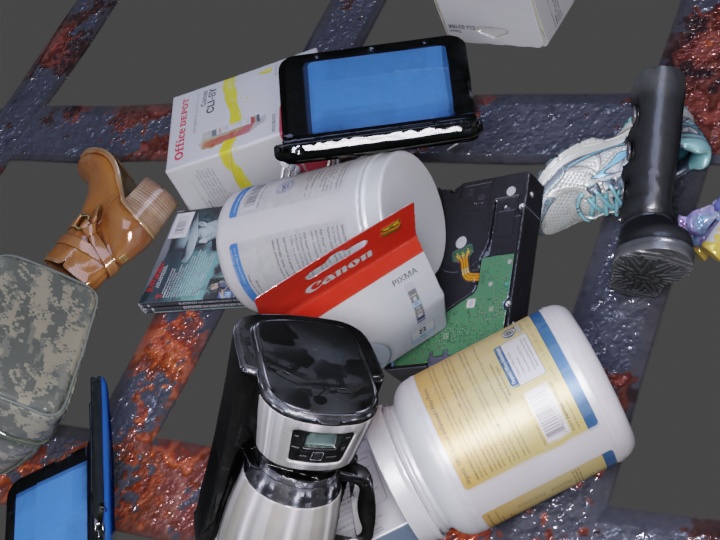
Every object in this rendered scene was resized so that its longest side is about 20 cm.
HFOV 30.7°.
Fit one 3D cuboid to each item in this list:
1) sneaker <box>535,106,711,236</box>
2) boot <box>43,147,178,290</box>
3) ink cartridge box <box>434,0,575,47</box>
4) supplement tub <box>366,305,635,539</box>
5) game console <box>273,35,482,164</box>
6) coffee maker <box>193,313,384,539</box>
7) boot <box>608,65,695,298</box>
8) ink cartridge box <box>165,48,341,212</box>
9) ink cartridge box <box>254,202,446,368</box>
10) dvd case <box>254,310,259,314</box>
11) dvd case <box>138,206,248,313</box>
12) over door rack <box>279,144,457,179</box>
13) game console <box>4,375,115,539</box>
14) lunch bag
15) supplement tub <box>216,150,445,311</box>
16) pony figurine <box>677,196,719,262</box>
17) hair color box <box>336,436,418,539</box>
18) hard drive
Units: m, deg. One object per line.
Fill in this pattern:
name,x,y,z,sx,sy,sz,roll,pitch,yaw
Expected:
sneaker,0.257,-0.092,1.299,0.199,0.078,0.087,-34,49,0
boot,-0.329,-0.060,1.613,0.199,0.077,0.155,31,74,36
ink cartridge box,0.196,-0.371,1.587,0.143,0.084,0.201,11,57,35
supplement tub,0.116,0.133,1.114,0.199,0.145,0.145,-27,42,3
game console,0.013,-0.173,1.291,0.198,0.118,0.176,-8,3,3
coffee maker,-0.071,0.138,1.067,0.134,0.202,0.192,-8,35,-39
boot,0.272,-0.090,1.186,0.065,0.165,0.202,13,78,-1
ink cartridge box,-0.128,-0.166,1.578,0.198,0.084,0.146,-17,44,15
ink cartridge box,-0.003,0.038,1.149,0.159,0.200,0.047,-31,67,-9
dvd case,0.000,0.000,1.381,0.150,0.025,0.200,30,67,36
dvd case,-0.146,-0.018,1.497,0.198,0.022,0.147,-4,49,25
over door rack,0.010,-0.138,1.419,0.198,0.067,0.148,-19,1,4
game console,-0.300,0.232,1.285,0.117,0.172,0.201,-4,43,-10
lunch bag,-0.386,0.112,1.424,0.168,0.138,0.201,-53,23,43
supplement tub,-0.031,-0.035,1.291,0.198,0.132,0.133,-10,46,31
pony figurine,0.382,-0.084,1.183,0.200,0.166,0.193,-49,52,1
hair color box,-0.017,0.190,1.199,0.098,0.061,0.201,-27,43,4
hard drive,0.103,0.007,1.278,0.139,0.038,0.202,-10,57,36
